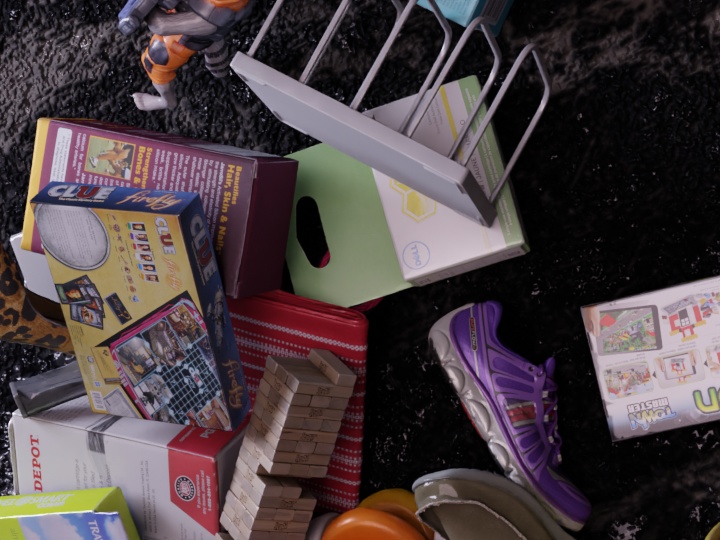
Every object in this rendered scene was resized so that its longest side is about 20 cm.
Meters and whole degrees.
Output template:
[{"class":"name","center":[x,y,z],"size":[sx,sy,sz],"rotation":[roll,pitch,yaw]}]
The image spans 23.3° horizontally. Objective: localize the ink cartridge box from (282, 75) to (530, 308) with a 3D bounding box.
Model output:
[{"class":"ink cartridge box","center":[0.022,-0.056,1.409],"size":[0.200,0.048,0.146],"rotation":[-17,78,10]}]

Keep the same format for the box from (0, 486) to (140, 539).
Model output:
[{"class":"box","center":[-0.255,0.248,1.477],"size":[0.200,0.048,0.122],"rotation":[-8,111,29]}]

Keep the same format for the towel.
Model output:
[{"class":"towel","center":[-0.061,0.107,1.458],"size":[0.144,0.022,0.200],"rotation":[14,120,20]}]

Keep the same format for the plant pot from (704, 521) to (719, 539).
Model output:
[{"class":"plant pot","center":[0.322,0.303,1.259],"size":[0.200,0.201,0.189],"rotation":[21,115,20]}]

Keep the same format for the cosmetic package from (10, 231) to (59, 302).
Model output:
[{"class":"cosmetic package","center":[-0.190,-0.019,1.507],"size":[0.200,0.090,0.107],"rotation":[-22,85,25]}]

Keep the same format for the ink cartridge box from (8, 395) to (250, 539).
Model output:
[{"class":"ink cartridge box","center":[-0.190,0.186,1.497],"size":[0.200,0.083,0.147],"rotation":[10,116,22]}]

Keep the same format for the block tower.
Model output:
[{"class":"block tower","center":[-0.065,0.162,1.397],"size":[0.054,0.058,0.200],"rotation":[38,115,53]}]

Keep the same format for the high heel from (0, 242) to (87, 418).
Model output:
[{"class":"high heel","center":[-0.237,0.020,1.426],"size":[0.142,0.071,0.200],"rotation":[-20,128,-10]}]

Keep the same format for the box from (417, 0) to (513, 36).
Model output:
[{"class":"box","center":[0.024,-0.254,1.406],"size":[0.200,0.082,0.049],"rotation":[29,101,18]}]

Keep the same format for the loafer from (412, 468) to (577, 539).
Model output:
[{"class":"loafer","center":[0.119,0.221,1.342],"size":[0.200,0.070,0.075],"rotation":[36,140,-21]}]

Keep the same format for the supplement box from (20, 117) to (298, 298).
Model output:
[{"class":"supplement box","center":[-0.161,-0.053,1.400],"size":[0.200,0.086,0.111],"rotation":[12,98,21]}]

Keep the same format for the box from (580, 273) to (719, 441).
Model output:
[{"class":"box","center":[0.278,0.058,1.340],"size":[0.200,0.035,0.110],"rotation":[-14,87,23]}]

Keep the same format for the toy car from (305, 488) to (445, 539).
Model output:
[{"class":"toy car","center":[0.022,0.280,1.396],"size":[0.175,0.150,0.201],"rotation":[-9,89,22]}]

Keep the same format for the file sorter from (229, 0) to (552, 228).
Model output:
[{"class":"file sorter","center":[0.031,-0.143,1.325],"size":[0.200,0.139,0.125],"rotation":[29,86,17]}]

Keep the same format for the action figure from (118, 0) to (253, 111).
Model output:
[{"class":"action figure","center":[-0.117,-0.231,1.424],"size":[0.105,0.193,0.200],"rotation":[35,68,-7]}]

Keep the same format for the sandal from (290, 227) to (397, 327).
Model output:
[{"class":"sandal","center":[0.000,0.000,1.448],"size":[0.075,0.045,0.200],"rotation":[47,108,12]}]

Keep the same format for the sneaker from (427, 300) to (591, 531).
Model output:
[{"class":"sneaker","center":[0.131,0.114,1.386],"size":[0.083,0.081,0.200],"rotation":[-30,88,1]}]

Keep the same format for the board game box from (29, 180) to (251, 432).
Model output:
[{"class":"board game box","center":[-0.168,0.029,1.356],"size":[0.135,0.035,0.200],"rotation":[6,125,25]}]
